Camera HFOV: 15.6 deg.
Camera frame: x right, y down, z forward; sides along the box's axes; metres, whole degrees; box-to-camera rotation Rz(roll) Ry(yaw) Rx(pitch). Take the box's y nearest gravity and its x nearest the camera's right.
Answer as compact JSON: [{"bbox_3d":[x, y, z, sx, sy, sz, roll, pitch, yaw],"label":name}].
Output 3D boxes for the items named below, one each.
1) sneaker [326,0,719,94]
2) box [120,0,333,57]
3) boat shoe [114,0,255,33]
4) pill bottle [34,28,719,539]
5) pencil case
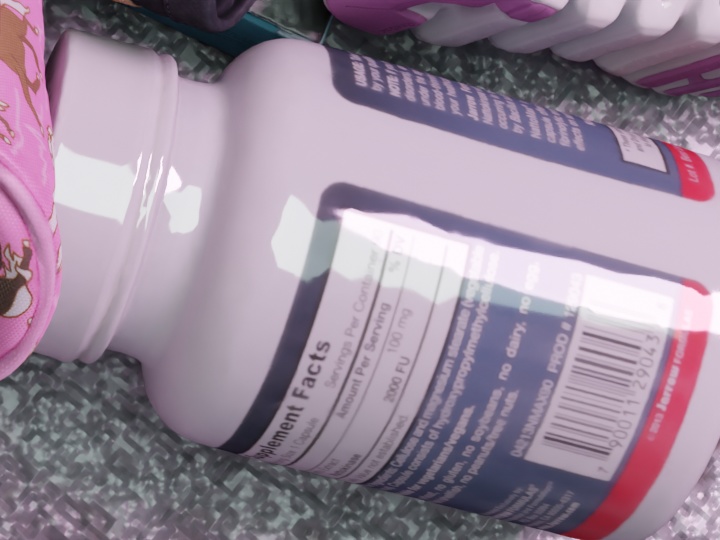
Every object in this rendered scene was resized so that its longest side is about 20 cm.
[{"bbox_3d":[0.082,-0.105,0.784,0.200,0.080,0.089,10,77,-33],"label":"sneaker"},{"bbox_3d":[-0.019,-0.168,0.806,0.082,0.049,0.200,24,77,-12],"label":"box"},{"bbox_3d":[-0.007,-0.150,0.703,0.062,0.075,0.200,35,91,19],"label":"boat shoe"},{"bbox_3d":[0.000,0.000,0.754,0.200,0.120,0.120,16,79,-13],"label":"pill bottle"},{"bbox_3d":[-0.120,-0.054,0.692,0.086,0.200,0.083,-29,126,14],"label":"pencil case"}]
